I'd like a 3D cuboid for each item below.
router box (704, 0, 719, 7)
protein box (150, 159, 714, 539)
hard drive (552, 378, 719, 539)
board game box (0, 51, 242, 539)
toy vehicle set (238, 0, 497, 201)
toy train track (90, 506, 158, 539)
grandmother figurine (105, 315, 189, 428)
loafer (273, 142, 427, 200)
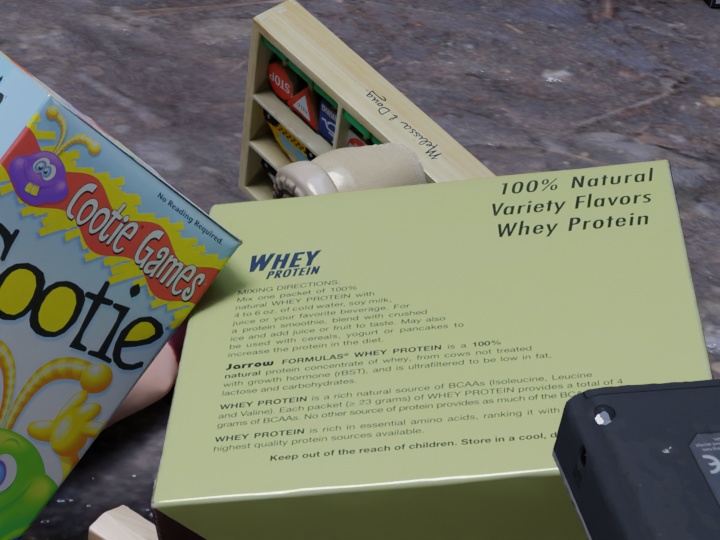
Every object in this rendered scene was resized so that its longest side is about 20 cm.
[{"bbox_3d":[0.305,-0.334,1.702,0.052,0.159,0.200,1,27,-13],"label":"router box"},{"bbox_3d":[0.037,0.072,0.770,0.197,0.136,0.201,-6,32,6],"label":"protein box"},{"bbox_3d":[0.151,0.108,0.562,0.138,0.033,0.201,-2,40,-15],"label":"hard drive"},{"bbox_3d":[-0.158,0.028,0.768,0.103,0.201,0.105,37,-1,-33],"label":"board game box"},{"bbox_3d":[0.015,-0.030,0.980,0.026,0.125,0.200,-31,59,-29],"label":"toy vehicle set"},{"bbox_3d":[-0.137,0.145,0.695,0.114,0.033,0.200,30,46,19],"label":"toy train track"},{"bbox_3d":[-0.109,0.039,0.962,0.121,0.061,0.199,49,37,15],"label":"grandmother figurine"},{"bbox_3d":[0.000,0.000,0.935,0.068,0.200,0.076,-22,73,-10],"label":"loafer"}]
